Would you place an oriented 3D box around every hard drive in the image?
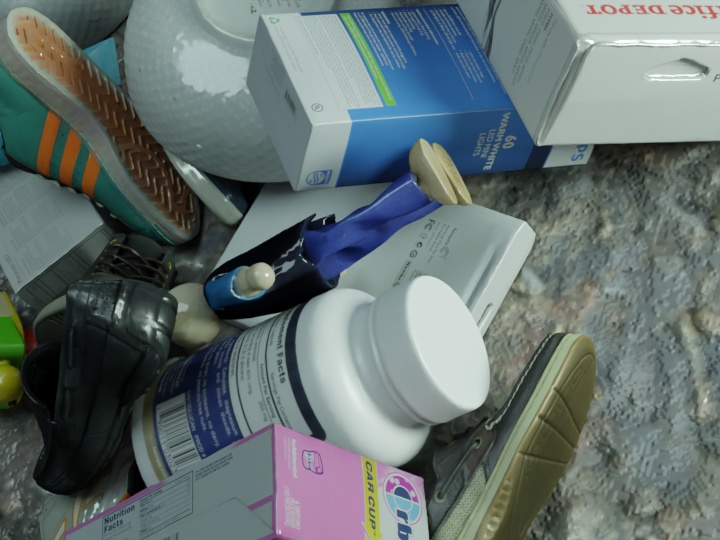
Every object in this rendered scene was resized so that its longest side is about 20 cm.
[{"bbox_3d":[0.000,0.000,1.099,0.200,0.026,0.132,21,75,37],"label":"hard drive"}]

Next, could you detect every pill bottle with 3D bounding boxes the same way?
[{"bbox_3d":[-0.028,0.077,0.998,0.200,0.111,0.111,-25,53,29],"label":"pill bottle"}]

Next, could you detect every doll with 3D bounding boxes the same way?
[{"bbox_3d":[-0.032,-0.008,1.002,0.200,0.136,0.048,-30,83,13],"label":"doll"}]

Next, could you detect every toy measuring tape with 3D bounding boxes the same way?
[{"bbox_3d":[-0.275,0.049,1.217,0.074,0.074,0.200,-44,34,1],"label":"toy measuring tape"}]

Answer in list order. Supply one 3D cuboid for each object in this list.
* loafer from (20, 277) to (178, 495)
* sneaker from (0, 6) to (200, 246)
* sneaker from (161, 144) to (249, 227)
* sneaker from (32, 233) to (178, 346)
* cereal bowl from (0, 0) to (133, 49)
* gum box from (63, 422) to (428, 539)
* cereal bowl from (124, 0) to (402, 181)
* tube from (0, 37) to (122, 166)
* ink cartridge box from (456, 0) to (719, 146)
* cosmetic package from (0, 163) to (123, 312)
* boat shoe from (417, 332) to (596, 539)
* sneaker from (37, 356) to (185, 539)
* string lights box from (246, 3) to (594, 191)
[{"bbox_3d":[-0.166,0.067,0.997,0.201,0.070,0.068,123,161,-48],"label":"loafer"},{"bbox_3d":[-0.197,-0.088,1.180,0.080,0.200,0.071,-31,17,33],"label":"sneaker"},{"bbox_3d":[-0.101,-0.122,1.198,0.085,0.075,0.200,-28,56,8],"label":"sneaker"},{"bbox_3d":[-0.159,0.012,1.094,0.075,0.200,0.106,26,69,-8],"label":"sneaker"},{"bbox_3d":[-0.263,-0.265,1.368,0.200,0.083,0.200,-15,56,23],"label":"cereal bowl"},{"bbox_3d":[-0.072,0.164,0.957,0.200,0.113,0.066,-29,50,37],"label":"gum box"},{"bbox_3d":[-0.064,-0.163,1.138,0.200,0.083,0.200,0,57,0],"label":"cereal bowl"},{"bbox_3d":[-0.265,-0.106,1.238,0.200,0.050,0.077,-18,74,12],"label":"tube"},{"bbox_3d":[0.144,-0.172,1.032,0.146,0.085,0.200,-3,47,-24],"label":"ink cartridge box"},{"bbox_3d":[-0.246,-0.060,1.260,0.083,0.051,0.200,-37,51,2],"label":"cosmetic package"},{"bbox_3d":[0.069,0.119,0.960,0.065,0.073,0.200,21,75,31],"label":"boat shoe"},{"bbox_3d":[-0.163,0.143,1.084,0.092,0.076,0.200,8,66,38],"label":"sneaker"},{"bbox_3d":[0.042,-0.111,1.044,0.200,0.059,0.103,-6,49,-22],"label":"string lights box"}]
